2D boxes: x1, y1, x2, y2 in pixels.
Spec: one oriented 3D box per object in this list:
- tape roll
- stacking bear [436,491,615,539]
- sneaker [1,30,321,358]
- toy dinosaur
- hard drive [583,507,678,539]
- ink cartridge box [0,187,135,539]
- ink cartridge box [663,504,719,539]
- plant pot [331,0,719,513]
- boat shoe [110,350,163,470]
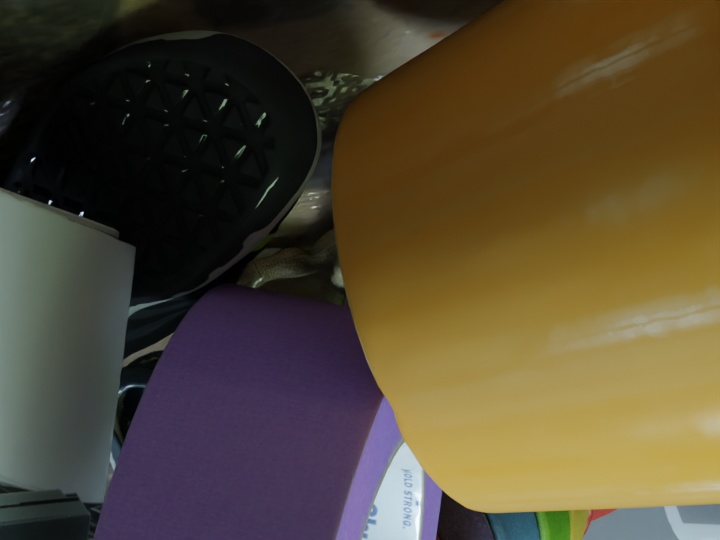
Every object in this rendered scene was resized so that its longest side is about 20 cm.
[{"bbox_3d":[-0.028,0.108,0.789,0.065,0.201,0.200,11,163,10],"label":"tape roll"},{"bbox_3d":[0.044,0.084,1.039,0.113,0.122,0.200,-23,-177,40],"label":"stacking bear"},{"bbox_3d":[-0.063,-0.021,0.828,0.083,0.072,0.200,-25,174,-41],"label":"sneaker"},{"bbox_3d":[0.000,0.000,0.941,0.101,0.058,0.200,-33,165,7],"label":"toy dinosaur"},{"bbox_3d":[0.104,0.120,1.190,0.199,0.133,0.026,-15,160,1],"label":"hard drive"},{"bbox_3d":[-0.154,0.078,0.757,0.144,0.201,0.084,0,167,29],"label":"ink cartridge box"},{"bbox_3d":[0.238,0.054,1.075,0.199,0.050,0.162,-21,-172,-31],"label":"ink cartridge box"},{"bbox_3d":[0.099,-0.017,0.735,0.182,0.201,0.200,-17,160,21],"label":"plant pot"},{"bbox_3d":[-0.024,0.115,0.923,0.075,0.201,0.062,-30,177,16],"label":"boat shoe"}]
